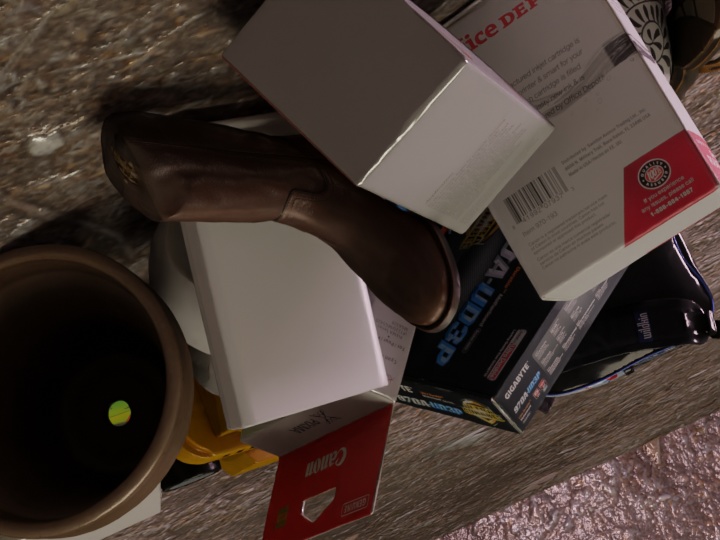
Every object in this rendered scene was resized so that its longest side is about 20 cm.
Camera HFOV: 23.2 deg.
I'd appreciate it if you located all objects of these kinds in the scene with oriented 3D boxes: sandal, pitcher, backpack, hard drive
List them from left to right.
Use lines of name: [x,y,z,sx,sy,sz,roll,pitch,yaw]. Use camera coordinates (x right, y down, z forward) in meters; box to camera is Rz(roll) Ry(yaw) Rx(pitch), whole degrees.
pitcher: [-0.080,-0.008,1.311,0.200,0.121,0.172,82,33,-68]
hard drive: [-0.056,-0.005,1.188,0.132,0.201,0.027,-13,180,-41]
backpack: [0.179,0.013,1.491,0.190,0.201,0.154,-27,174,-6]
sandal: [0.269,-0.180,1.364,0.054,0.082,0.200,0,164,0]

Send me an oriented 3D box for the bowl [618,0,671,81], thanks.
bowl: [0.167,-0.128,1.354,0.200,0.094,0.201,-25,163,-8]

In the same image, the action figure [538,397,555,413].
action figure: [0.081,0.079,1.614,0.199,0.070,0.130,14,171,-14]

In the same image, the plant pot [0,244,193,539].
plant pot: [-0.199,0.092,1.257,0.200,0.201,0.175,-30,166,6]

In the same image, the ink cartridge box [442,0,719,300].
ink cartridge box: [0.145,-0.101,1.216,0.145,0.200,0.083,-33,167,18]

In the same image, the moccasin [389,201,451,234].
moccasin: [0.049,-0.073,1.355,0.068,0.081,0.200,-42,167,0]

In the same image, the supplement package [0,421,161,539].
supplement package: [-0.286,0.184,1.521,0.199,0.120,0.121,-23,162,-15]

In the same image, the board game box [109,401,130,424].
board game box: [-0.257,0.099,1.401,0.199,0.048,0.102,-12,159,-26]

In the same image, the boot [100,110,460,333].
boot: [-0.054,-0.031,1.090,0.199,0.186,0.064,7,121,-42]

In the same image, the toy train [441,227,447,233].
toy train: [0.142,-0.074,1.557,0.200,0.056,0.150,-12,152,-46]

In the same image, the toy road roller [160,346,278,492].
toy road roller: [-0.100,0.107,1.541,0.200,0.123,0.146,-14,169,-41]

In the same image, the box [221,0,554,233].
box: [0.023,-0.110,1.087,0.098,0.124,0.200,-49,159,8]

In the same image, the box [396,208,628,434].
box: [0.108,0.022,1.350,0.159,0.046,0.200,11,-121,50]

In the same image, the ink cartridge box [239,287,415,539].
ink cartridge box: [-0.033,0.113,1.332,0.045,0.177,0.200,24,153,-19]
